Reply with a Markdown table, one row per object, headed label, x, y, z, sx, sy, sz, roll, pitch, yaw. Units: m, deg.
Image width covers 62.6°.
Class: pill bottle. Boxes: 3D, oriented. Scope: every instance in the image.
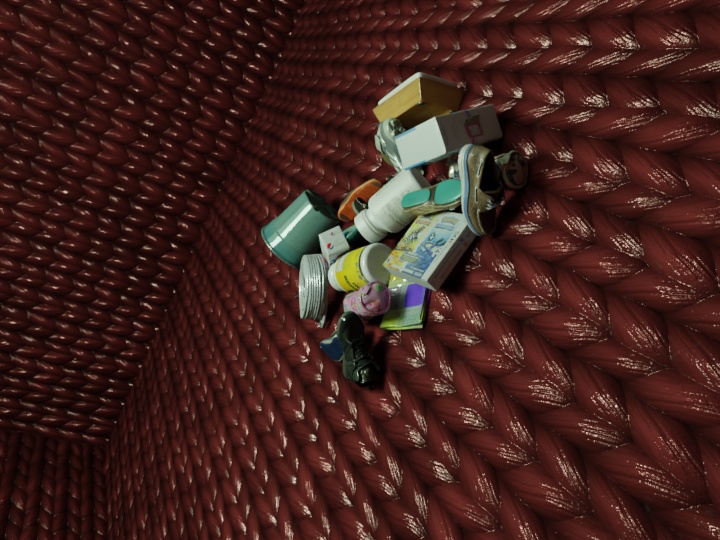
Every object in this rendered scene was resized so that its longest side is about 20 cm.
| label | x | y | z | sx | sy | sz | roll | pitch | yaw |
| --- | --- | --- | --- | --- | --- | --- | --- | --- | --- |
| pill bottle | 0.085 | -0.161 | 1.506 | 0.200 | 0.114 | 0.114 | -39 | 38 | 22 |
| pill bottle | 0.000 | 0.000 | 1.576 | 0.200 | 0.112 | 0.113 | -17 | 56 | 55 |

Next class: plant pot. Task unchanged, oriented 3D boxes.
| label | x | y | z | sx | sy | sz | roll | pitch | yaw |
| --- | --- | --- | --- | --- | --- | --- | --- | --- | --- |
| plant pot | -0.182 | -0.141 | 1.911 | 0.196 | 0.200 | 0.200 | -46 | 35 | 20 |

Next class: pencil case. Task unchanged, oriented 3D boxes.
| label | x | y | z | sx | sy | sz | roll | pitch | yaw |
| --- | --- | --- | --- | --- | --- | --- | --- | --- | --- |
| pencil case | 0.012 | 0.080 | 1.474 | 0.200 | 0.087 | 0.088 | 148 | 138 | -73 |
| pencil case | 0.274 | -0.215 | 1.290 | 0.200 | 0.089 | 0.078 | 10 | 80 | 59 |

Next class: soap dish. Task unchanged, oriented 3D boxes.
| label | x | y | z | sx | sy | sz | roll | pitch | yaw |
| --- | --- | --- | --- | --- | --- | --- | --- | --- | --- |
| soap dish | 0.154 | -0.440 | 1.586 | 0.200 | 0.157 | 0.081 | -19 | 71 | 53 |

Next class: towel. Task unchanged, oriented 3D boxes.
| label | x | y | z | sx | sy | sz | roll | pitch | yaw |
| --- | --- | --- | --- | --- | --- | --- | --- | --- | --- |
| towel | 0.113 | 0.044 | 1.433 | 0.144 | 0.023 | 0.200 | -9 | 62 | 47 |

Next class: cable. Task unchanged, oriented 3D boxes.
| label | x | y | z | sx | sy | sz | roll | pitch | yaw |
| --- | --- | --- | --- | --- | --- | --- | --- | --- | --- |
| cable | -0.143 | 0.049 | 1.763 | 0.200 | 0.069 | 0.200 | -113 | 26 | -59 |

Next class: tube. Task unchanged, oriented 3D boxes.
| label | x | y | z | sx | sy | sz | roll | pitch | yaw |
| --- | --- | --- | --- | --- | --- | --- | --- | --- | --- |
| tube | -0.023 | -0.103 | 1.673 | 0.077 | 0.050 | 0.200 | -48 | 3 | -10 |

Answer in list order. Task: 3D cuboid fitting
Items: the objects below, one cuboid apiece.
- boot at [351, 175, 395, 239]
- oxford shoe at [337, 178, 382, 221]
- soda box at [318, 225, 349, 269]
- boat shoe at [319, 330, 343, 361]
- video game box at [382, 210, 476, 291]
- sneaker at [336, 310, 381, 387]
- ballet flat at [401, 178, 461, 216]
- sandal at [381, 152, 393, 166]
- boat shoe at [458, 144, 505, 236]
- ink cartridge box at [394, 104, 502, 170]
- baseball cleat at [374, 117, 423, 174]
| label | x | y | z | sx | sy | sz | roll | pitch | yaw |
| --- | --- | --- | --- | --- | --- | --- | --- | --- | --- |
| boot | 0.060 | -0.193 | 1.646 | 0.151 | 0.073 | 0.200 | -59 | 34 | 18 |
| oxford shoe | -0.004 | -0.228 | 1.783 | 0.200 | 0.071 | 0.073 | -36 | 37 | 44 |
| soda box | -0.072 | -0.059 | 1.668 | 0.200 | 0.064 | 0.068 | 97 | 148 | -78 |
| boat shoe | -0.046 | 0.188 | 1.573 | 0.072 | 0.072 | 0.200 | -46 | 4 | -26 |
| video game box | 0.162 | -0.055 | 1.368 | 0.182 | 0.047 | 0.200 | -52 | 28 | -9 |
| sneaker | -0.001 | 0.197 | 1.427 | 0.114 | 0.076 | 0.200 | 30 | 130 | 53 |
| ballet flat | 0.183 | -0.164 | 1.362 | 0.200 | 0.065 | 0.071 | -2 | 68 | 49 |
| sandal | 0.153 | -0.334 | 1.617 | 0.212 | 0.078 | 0.070 | 1 | 40 | 52 |
| boat shoe | 0.251 | -0.156 | 1.206 | 0.072 | 0.200 | 0.072 | -34 | 31 | -27 |
| ink cartridge box | 0.202 | -0.303 | 1.349 | 0.144 | 0.200 | 0.085 | -13 | 96 | 54 |
| baseball cleat | 0.101 | -0.307 | 1.586 | 0.106 | 0.070 | 0.200 | -5 | 105 | 60 |
